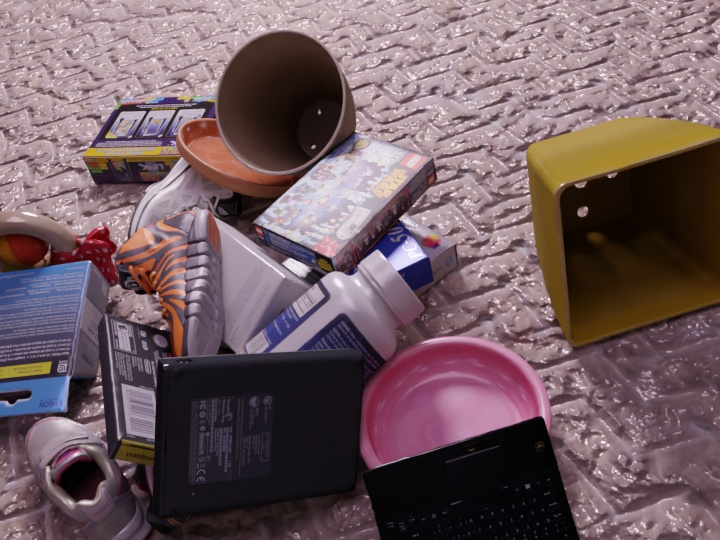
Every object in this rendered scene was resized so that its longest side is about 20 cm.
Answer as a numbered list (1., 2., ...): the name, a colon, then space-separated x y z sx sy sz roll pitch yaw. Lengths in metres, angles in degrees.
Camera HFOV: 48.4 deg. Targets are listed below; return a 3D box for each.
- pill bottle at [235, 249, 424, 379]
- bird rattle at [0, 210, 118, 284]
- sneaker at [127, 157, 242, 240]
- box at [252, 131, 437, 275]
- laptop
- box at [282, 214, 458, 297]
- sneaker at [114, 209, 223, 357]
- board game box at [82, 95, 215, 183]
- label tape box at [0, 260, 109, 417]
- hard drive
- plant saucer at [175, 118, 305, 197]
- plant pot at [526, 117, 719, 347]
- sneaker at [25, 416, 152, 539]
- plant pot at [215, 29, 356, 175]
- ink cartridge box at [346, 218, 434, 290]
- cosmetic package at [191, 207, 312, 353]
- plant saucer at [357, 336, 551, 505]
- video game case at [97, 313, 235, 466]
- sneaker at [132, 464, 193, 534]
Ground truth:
1. pill bottle: -0.032 0.074 0.850 0.199 0.111 0.111 -40 46 0
2. bird rattle: -0.428 -0.019 1.064 0.197 0.163 0.114 -6 60 21
3. sneaker: -0.239 -0.088 1.139 0.114 0.076 0.202 15 54 20
4. box: -0.017 -0.086 0.981 0.136 0.040 0.200 23 56 34
5. laptop: 0.112 0.249 0.672 0.174 0.103 0.203 -15 85 -4
6. box: 0.000 0.000 1.012 0.199 0.042 0.155 -38 48 -22
7. sneaker: -0.215 0.028 0.892 0.110 0.078 0.203 -10 53 6
8. board game box: -0.326 -0.215 1.308 0.196 0.057 0.167 1 47 15
9. label tape box: -0.400 0.095 0.990 0.141 0.066 0.203 -7 59 7
10. hard drive: -0.091 0.149 0.748 0.197 0.142 0.033 0 8 -28
11. plant saucer: -0.173 -0.161 1.170 0.197 0.033 0.201 19 29 -11
12. plant pot: 0.286 -0.068 0.911 0.197 0.203 0.177 -16 32 -4
13. sneaker: -0.293 0.206 0.835 0.199 0.089 0.081 28 56 36
14. plant pot: -0.078 -0.217 1.134 0.184 0.200 0.191 0 89 17
15. ink cartridge box: 0.004 -0.040 0.991 0.093 0.045 0.201 -24 44 -9
16. cosmetic package: -0.151 0.019 0.969 0.199 0.084 0.109 36 95 39
17. plant saucer: 0.094 0.158 0.816 0.197 0.051 0.202 -7 44 7
18. video game case: -0.178 0.133 0.829 0.179 0.026 0.201 21 22 -31
19. sneaker: -0.207 0.188 0.844 0.086 0.080 0.201 -43 31 8
